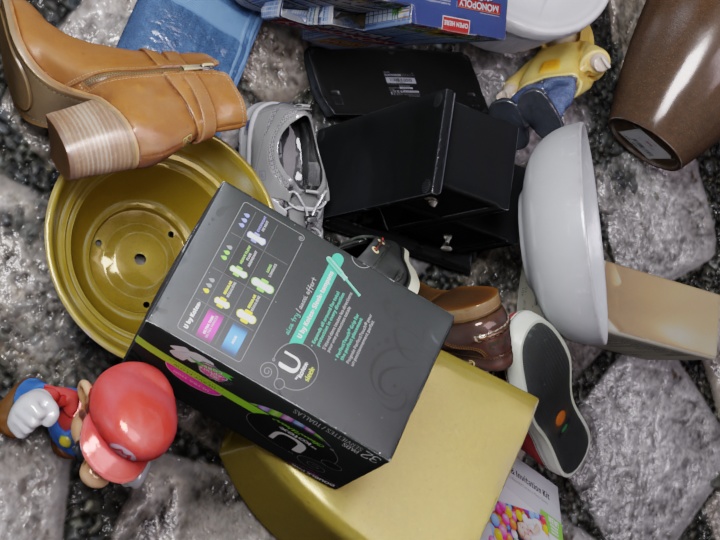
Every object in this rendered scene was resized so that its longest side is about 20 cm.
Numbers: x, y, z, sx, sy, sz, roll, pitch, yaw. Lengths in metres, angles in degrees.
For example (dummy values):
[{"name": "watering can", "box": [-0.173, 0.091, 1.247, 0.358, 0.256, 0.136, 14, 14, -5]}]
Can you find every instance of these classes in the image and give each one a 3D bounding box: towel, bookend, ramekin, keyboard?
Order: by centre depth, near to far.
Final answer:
[{"name": "towel", "box": [-0.143, -0.212, 1.200, 0.111, 0.048, 0.202, 30, 71, -29]}, {"name": "bookend", "box": [0.086, -0.073, 1.257, 0.198, 0.198, 0.093, 17, 75, -33]}, {"name": "keyboard", "box": [0.034, -0.162, 1.337, 0.198, 0.040, 0.105, -3, 66, -33]}, {"name": "ramekin", "box": [0.144, -0.306, 1.356, 0.200, 0.094, 0.205, 7, 72, -23]}]

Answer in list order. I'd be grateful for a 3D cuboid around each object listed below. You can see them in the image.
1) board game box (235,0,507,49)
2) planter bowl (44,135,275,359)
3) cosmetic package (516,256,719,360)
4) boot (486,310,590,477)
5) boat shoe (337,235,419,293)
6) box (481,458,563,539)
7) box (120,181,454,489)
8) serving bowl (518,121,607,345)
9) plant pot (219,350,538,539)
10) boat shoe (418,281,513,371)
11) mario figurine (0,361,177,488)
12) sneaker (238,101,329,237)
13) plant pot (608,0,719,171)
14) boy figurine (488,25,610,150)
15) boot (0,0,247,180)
[{"name": "board game box", "box": [-0.012, -0.231, 1.187, 0.198, 0.199, 0.063, 3, 91, -35]}, {"name": "planter bowl", "box": [-0.170, -0.015, 1.138, 0.198, 0.083, 0.203, 6, 77, -26]}, {"name": "cosmetic package", "box": [0.267, 0.041, 1.434, 0.198, 0.105, 0.072, 14, 79, -34]}, {"name": "boot", "box": [0.127, 0.100, 1.293, 0.072, 0.143, 0.201, -47, 138, -25]}, {"name": "boat shoe", "box": [0.002, -0.002, 1.207, 0.063, 0.201, 0.074, 39, 93, -11]}, {"name": "box", "box": [0.138, 0.267, 1.301, 0.155, 0.041, 0.202, 37, 37, -36]}, {"name": "box", "box": [-0.058, 0.053, 1.034, 0.198, 0.149, 0.125, 29, 68, -6]}, {"name": "serving bowl", "box": [0.181, -0.030, 1.256, 0.200, 0.065, 0.203, -6, 90, -76]}, {"name": "plant pot", "box": [-0.003, 0.152, 1.194, 0.199, 0.194, 0.197, 34, 69, -14]}, {"name": "boat shoe", "box": [0.057, 0.053, 1.231, 0.070, 0.199, 0.071, -30, 110, -29]}, {"name": "mario figurine", "box": [-0.210, 0.128, 1.038, 0.122, 0.199, 0.108, -16, 95, -33]}, {"name": "sneaker", "box": [-0.064, -0.051, 1.222, 0.074, 0.082, 0.203, -10, 92, -34]}, {"name": "plant pot", "box": [0.356, -0.214, 1.484, 0.186, 0.186, 0.201, 39, 81, -26]}, {"name": "boy figurine", "box": [0.199, -0.200, 1.394, 0.065, 0.123, 0.201, 57, 41, -24]}, {"name": "boot", "box": [-0.192, -0.155, 1.095, 0.153, 0.074, 0.201, -19, 59, -25]}]
